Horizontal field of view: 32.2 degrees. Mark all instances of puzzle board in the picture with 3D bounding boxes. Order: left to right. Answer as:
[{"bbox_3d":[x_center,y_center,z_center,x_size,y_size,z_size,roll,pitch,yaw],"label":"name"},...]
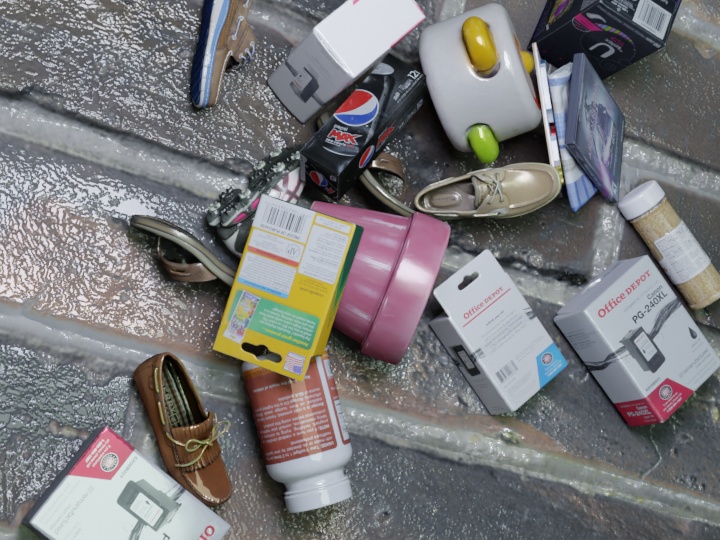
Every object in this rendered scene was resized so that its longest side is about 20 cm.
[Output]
[{"bbox_3d":[0.271,-0.211,1.781,0.017,0.151,0.200,-9,84,10],"label":"puzzle board"}]

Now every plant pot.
[{"bbox_3d":[0.000,0.000,1.613,0.179,0.200,0.200,22,72,-1],"label":"plant pot"}]

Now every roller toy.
[{"bbox_3d":[0.169,-0.267,1.707,0.140,0.182,0.200,-19,117,13],"label":"roller toy"}]

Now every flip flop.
[{"bbox_3d":[-0.209,-0.005,1.581,0.200,0.081,0.058,38,88,-17],"label":"flip flop"},{"bbox_3d":[0.020,-0.144,1.685,0.058,0.081,0.200,-40,82,5],"label":"flip flop"}]

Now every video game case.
[{"bbox_3d":[0.341,-0.203,1.802,0.200,0.019,0.143,39,55,-55],"label":"video game case"}]

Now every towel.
[{"bbox_3d":[0.311,-0.198,1.789,0.147,0.024,0.200,-35,116,-60],"label":"towel"}]

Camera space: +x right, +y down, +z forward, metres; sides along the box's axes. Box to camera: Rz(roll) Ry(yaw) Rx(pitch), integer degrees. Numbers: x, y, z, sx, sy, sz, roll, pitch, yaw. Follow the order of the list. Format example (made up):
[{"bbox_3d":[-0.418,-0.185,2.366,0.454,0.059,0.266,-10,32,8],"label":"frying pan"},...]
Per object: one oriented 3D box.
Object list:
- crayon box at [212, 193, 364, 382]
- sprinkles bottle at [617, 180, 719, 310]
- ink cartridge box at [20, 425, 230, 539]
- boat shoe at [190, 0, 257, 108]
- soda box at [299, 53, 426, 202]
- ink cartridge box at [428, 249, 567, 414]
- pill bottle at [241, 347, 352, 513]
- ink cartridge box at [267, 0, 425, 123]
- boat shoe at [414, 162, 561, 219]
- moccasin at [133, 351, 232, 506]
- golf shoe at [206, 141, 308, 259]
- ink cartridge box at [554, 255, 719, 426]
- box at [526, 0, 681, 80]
[{"bbox_3d":[-0.088,0.021,1.520,0.126,0.052,0.200,19,91,13],"label":"crayon box"},{"bbox_3d":[0.468,-0.037,1.866,0.068,0.068,0.200,-39,96,-24],"label":"sprinkles bottle"},{"bbox_3d":[-0.277,0.303,1.489,0.200,0.083,0.145,41,68,-10],"label":"ink cartridge box"},{"bbox_3d":[-0.175,-0.304,1.651,0.072,0.072,0.200,14,75,-21],"label":"boat shoe"},{"bbox_3d":[0.004,-0.188,1.627,0.063,0.071,0.200,32,65,15],"label":"soda box"},{"bbox_3d":[0.180,0.085,1.726,0.116,0.067,0.200,-36,95,-23],"label":"ink cartridge box"},{"bbox_3d":[-0.075,0.198,1.577,0.112,0.112,0.200,-12,85,-24],"label":"pill bottle"},{"bbox_3d":[-0.023,-0.290,1.641,0.146,0.200,0.085,-43,98,-23],"label":"ink cartridge box"},{"bbox_3d":[0.173,-0.105,1.701,0.200,0.065,0.072,-7,90,17],"label":"boat shoe"},{"bbox_3d":[-0.209,0.195,1.538,0.074,0.078,0.201,-16,85,-40],"label":"moccasin"},{"bbox_3d":[-0.113,-0.098,1.650,0.200,0.077,0.088,-42,119,-23],"label":"golf shoe"},{"bbox_3d":[0.399,0.100,1.796,0.145,0.083,0.200,-38,96,-23],"label":"ink cartridge box"},{"bbox_3d":[0.354,-0.364,1.808,0.122,0.200,0.106,29,71,-15],"label":"box"}]
